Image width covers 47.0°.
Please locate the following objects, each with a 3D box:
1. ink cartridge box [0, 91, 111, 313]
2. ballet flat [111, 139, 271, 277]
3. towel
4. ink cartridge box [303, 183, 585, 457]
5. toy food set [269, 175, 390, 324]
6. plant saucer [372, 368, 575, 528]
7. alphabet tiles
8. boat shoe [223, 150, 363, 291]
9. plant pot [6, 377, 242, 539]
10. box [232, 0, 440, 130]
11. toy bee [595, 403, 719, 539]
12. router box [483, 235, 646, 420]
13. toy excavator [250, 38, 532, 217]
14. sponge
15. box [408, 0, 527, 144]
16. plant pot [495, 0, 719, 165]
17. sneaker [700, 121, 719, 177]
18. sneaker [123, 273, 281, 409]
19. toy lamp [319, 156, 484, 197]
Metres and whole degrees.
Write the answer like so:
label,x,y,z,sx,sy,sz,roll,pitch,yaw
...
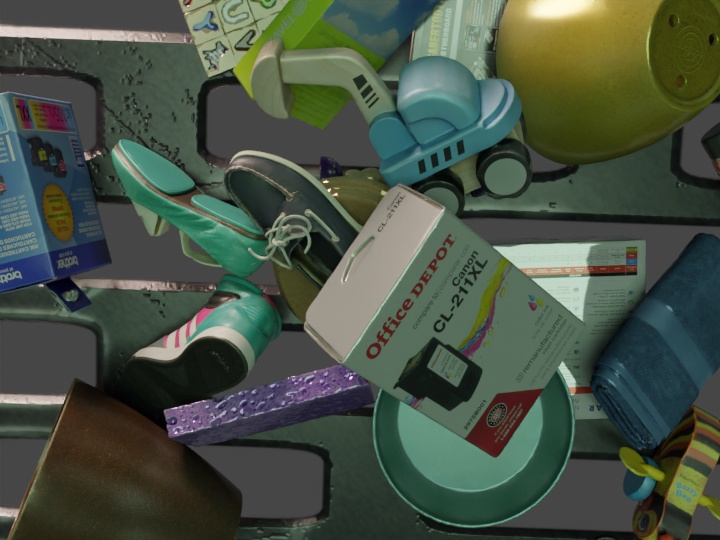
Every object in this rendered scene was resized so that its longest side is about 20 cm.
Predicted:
label,x,y,z,sx,sy,sz,roll,pitch,yaw
ink cartridge box,-0.311,-0.058,0.792,0.075,0.136,0.204,-11,96,7
ballet flat,-0.176,-0.054,0.815,0.198,0.067,0.071,31,111,15
towel,0.304,0.067,0.808,0.200,0.048,0.112,-47,113,-15
ink cartridge box,0.073,0.046,0.701,0.199,0.083,0.147,34,91,-33
toy food set,0.000,0.000,0.809,0.197,0.049,0.200,-13,112,27
plant saucer,0.109,0.149,0.815,0.196,0.036,0.204,0,96,1
alphabet tiles,-0.081,-0.278,0.832,0.197,0.006,0.169,-21,95,2
boat shoe,-0.049,-0.028,0.744,0.199,0.062,0.075,42,134,-2
plant pot,-0.224,0.230,0.817,0.197,0.187,0.189,23,96,-16
box,-0.011,-0.225,0.754,0.200,0.121,0.048,-44,64,20
toy bee,0.318,0.241,0.839,0.128,0.109,0.204,7,96,-2
router box,0.187,0.059,0.847,0.196,0.049,0.183,-1,97,0
toy excavator,0.030,-0.139,0.710,0.192,0.101,0.201,-22,122,23
sponge,-0.085,0.136,0.826,0.196,0.112,0.030,-15,72,1
box,0.129,-0.233,0.815,0.155,0.048,0.204,6,96,0
plant pot,0.241,-0.194,0.736,0.197,0.142,0.204,-4,100,-25
sneaker,0.448,-0.140,0.817,0.200,0.067,0.109,-34,96,7
sneaker,-0.151,0.065,0.835,0.198,0.121,0.084,-19,113,41
toy lamp,0.059,-0.098,0.828,0.196,0.058,0.059,-3,96,1
